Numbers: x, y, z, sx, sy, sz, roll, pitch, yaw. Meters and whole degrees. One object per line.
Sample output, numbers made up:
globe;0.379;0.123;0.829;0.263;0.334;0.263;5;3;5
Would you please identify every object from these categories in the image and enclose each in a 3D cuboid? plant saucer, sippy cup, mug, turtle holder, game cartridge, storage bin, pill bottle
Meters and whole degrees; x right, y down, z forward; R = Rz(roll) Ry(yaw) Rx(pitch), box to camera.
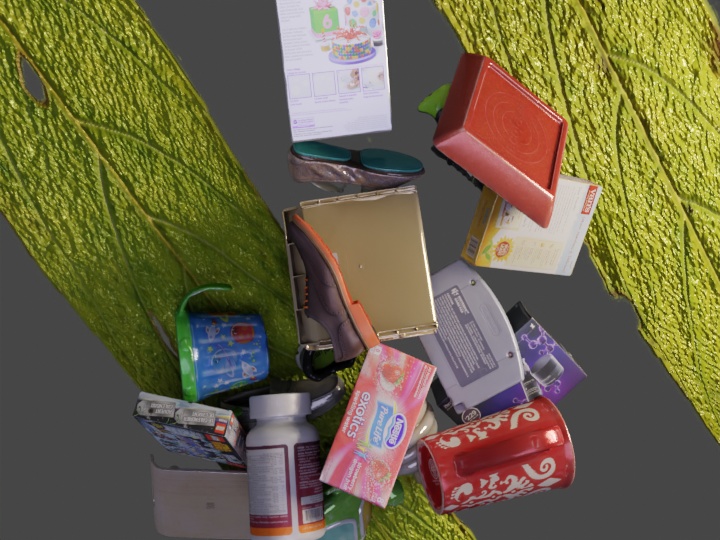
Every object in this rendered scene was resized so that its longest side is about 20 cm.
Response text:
plant saucer;0.203;-0.187;1.081;0.198;0.202;0.037;33;141;-15
sippy cup;-0.203;0.119;1.181;0.128;0.141;0.180;-5;136;-14
mug;0.189;0.255;1.145;0.196;0.134;0.180;-12;134;-13
turtle holder;-0.035;0.362;1.271;0.184;0.141;0.133;-33;109;-16
game cartridge;0.156;0.093;1.199;0.132;0.041;0.203;-29;80;16
storage bin;0.000;0.000;1.131;0.194;0.094;0.204;-8;84;-1
pill bottle;-0.109;0.281;1.151;0.107;0.110;0.204;-4;80;-4

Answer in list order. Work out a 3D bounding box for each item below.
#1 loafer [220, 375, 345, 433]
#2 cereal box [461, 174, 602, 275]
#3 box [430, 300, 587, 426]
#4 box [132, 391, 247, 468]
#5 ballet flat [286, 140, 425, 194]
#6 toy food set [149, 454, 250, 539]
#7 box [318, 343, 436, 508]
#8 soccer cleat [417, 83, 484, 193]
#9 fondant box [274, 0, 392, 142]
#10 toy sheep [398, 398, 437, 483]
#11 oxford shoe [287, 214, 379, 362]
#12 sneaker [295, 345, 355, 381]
loafer;-0.120;0.199;1.239;0.197;0.070;0.071;-19;118;2
cereal box;0.250;-0.071;1.160;0.197;0.039;0.146;6;110;-34
box;0.229;0.172;1.259;0.141;0.079;0.200;43;100;-14
box;-0.238;0.237;1.173;0.134;0.201;0.041;10;65;7
ballet flat;-0.008;-0.140;1.148;0.196;0.069;0.068;10;127;-3
toy food set;-0.239;0.357;1.295;0.196;0.061;0.146;4;120;-5
box;0.025;0.212;1.119;0.101;0.095;0.203;22;82;4
soccer cleat;0.151;-0.169;1.151;0.080;0.068;0.202;-23;109;21
fondant box;-0.036;-0.286;1.092;0.141;0.058;0.204;-6;110;-3
toy sheep;0.058;0.243;1.237;0.136;0.138;0.202;-29;109;5
oxford shoe;-0.052;0.023;1.047;0.072;0.071;0.202;-29;85;2
sneaker;-0.017;0.097;1.205;0.199;0.088;0.074;-40;107;8
